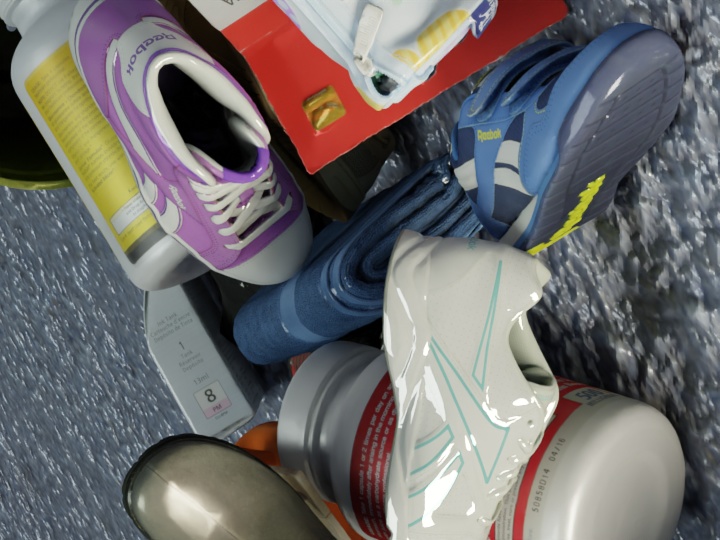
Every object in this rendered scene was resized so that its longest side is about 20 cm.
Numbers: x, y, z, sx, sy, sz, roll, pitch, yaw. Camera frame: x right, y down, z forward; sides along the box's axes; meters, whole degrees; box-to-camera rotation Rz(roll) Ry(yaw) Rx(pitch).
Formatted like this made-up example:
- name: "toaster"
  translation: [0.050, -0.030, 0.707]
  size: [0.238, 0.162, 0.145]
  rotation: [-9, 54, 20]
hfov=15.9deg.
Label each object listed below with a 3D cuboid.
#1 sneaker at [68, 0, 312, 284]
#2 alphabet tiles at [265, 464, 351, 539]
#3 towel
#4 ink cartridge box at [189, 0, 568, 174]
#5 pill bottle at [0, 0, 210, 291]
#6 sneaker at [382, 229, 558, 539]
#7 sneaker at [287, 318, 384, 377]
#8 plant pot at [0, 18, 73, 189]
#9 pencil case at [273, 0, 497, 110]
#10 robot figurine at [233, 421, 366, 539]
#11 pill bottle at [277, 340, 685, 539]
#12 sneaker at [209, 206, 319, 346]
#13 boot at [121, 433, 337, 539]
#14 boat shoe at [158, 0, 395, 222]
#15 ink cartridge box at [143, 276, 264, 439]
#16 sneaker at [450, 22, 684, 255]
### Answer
- name: "sneaker"
  translation: [-0.069, -0.046, 1.287]
  size: [0.114, 0.073, 0.201]
  rotation: [40, 171, 50]
- name: "alphabet tiles"
  translation: [-0.020, 0.172, 1.398]
  size: [0.166, 0.008, 0.201]
  rotation: [4, 138, 45]
- name: "towel"
  translation: [0.000, 0.000, 1.402]
  size: [0.049, 0.112, 0.200]
  rotation: [50, 158, -5]
- name: "ink cartridge box"
  translation: [-0.020, -0.167, 1.206]
  size: [0.160, 0.050, 0.201]
  rotation: [-30, 86, 23]
- name: "pill bottle"
  translation: [-0.129, -0.098, 1.462]
  size: [0.201, 0.112, 0.112]
  rotation: [58, 158, 7]
- name: "sneaker"
  translation: [0.053, 0.082, 1.218]
  size: [0.070, 0.080, 0.202]
  rotation: [-59, -30, -73]
- name: "sneaker"
  translation: [0.021, 0.055, 1.479]
  size: [0.200, 0.071, 0.098]
  rotation: [30, 143, 49]
- name: "plant pot"
  translation: [-0.211, -0.156, 1.608]
  size: [0.202, 0.199, 0.193]
  rotation: [65, 170, -10]
- name: "pencil case"
  translation: [-0.032, -0.163, 1.146]
  size: [0.200, 0.091, 0.083]
  rotation: [44, 150, -7]
- name: "robot figurine"
  translation: [-0.013, 0.154, 1.533]
  size: [0.144, 0.199, 0.117]
  rotation: [-61, 35, 25]
- name: "pill bottle"
  translation: [0.058, 0.100, 1.330]
  size: [0.199, 0.112, 0.113]
  rotation: [16, 133, 37]
- name: "sneaker"
  translation: [-0.065, -0.019, 1.592]
  size: [0.104, 0.060, 0.201]
  rotation: [33, 149, 42]
- name: "boot"
  translation: [-0.019, 0.157, 1.264]
  size: [0.200, 0.068, 0.131]
  rotation: [40, 172, -22]
- name: "boat shoe"
  translation: [-0.041, -0.106, 1.355]
  size: [0.072, 0.065, 0.200]
  rotation: [28, 163, 42]
- name: "ink cartridge box"
  translation: [-0.131, 0.015, 1.726]
  size: [0.201, 0.057, 0.163]
  rotation: [57, -179, -2]
- name: "sneaker"
  translation: [0.086, -0.070, 1.185]
  size: [0.083, 0.074, 0.200]
  rotation: [58, 157, 11]
